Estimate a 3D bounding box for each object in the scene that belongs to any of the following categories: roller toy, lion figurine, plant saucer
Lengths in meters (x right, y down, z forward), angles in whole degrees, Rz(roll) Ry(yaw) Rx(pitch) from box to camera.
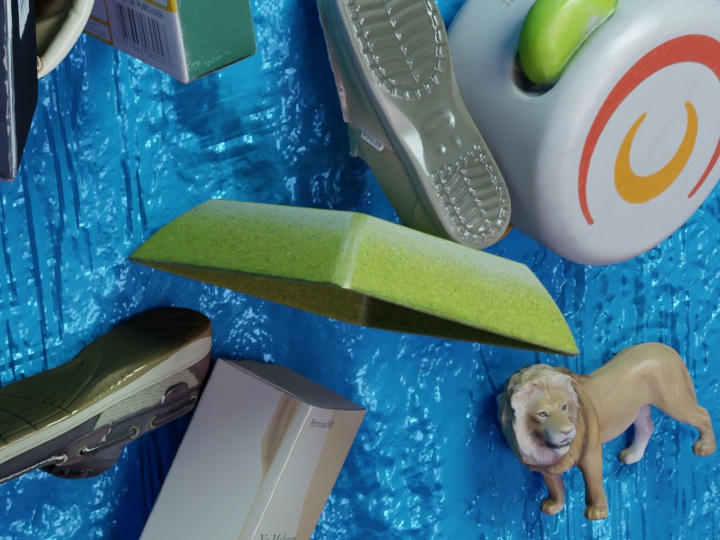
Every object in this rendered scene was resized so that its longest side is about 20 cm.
[{"bbox_3d":[0.137,-0.107,1.662,0.182,0.140,0.201,-13,126,-39],"label":"roller toy"},{"bbox_3d":[0.169,0.094,1.831,0.200,0.072,0.123,-30,118,-42],"label":"lion figurine"},{"bbox_3d":[0.000,0.000,1.570,0.199,0.199,0.048,17,83,-41],"label":"plant saucer"}]

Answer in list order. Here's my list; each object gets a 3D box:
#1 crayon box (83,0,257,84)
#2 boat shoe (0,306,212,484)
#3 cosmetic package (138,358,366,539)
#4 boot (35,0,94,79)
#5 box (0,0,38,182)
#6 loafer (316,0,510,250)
[{"bbox_3d":[-0.121,-0.213,1.422,0.051,0.126,0.201,-25,123,-28],"label":"crayon box"},{"bbox_3d":[-0.164,0.090,1.555,0.200,0.072,0.066,-30,120,-30],"label":"boat shoe"},{"bbox_3d":[-0.079,0.159,1.627,0.201,0.071,0.105,-66,160,6],"label":"cosmetic package"},{"bbox_3d":[-0.220,-0.106,1.405,0.200,0.107,0.075,-53,134,-5],"label":"boot"},{"bbox_3d":[-0.260,-0.154,1.285,0.196,0.124,0.201,0,113,-2],"label":"box"},{"bbox_3d":[0.019,-0.099,1.595,0.075,0.068,0.201,-21,89,-38],"label":"loafer"}]
